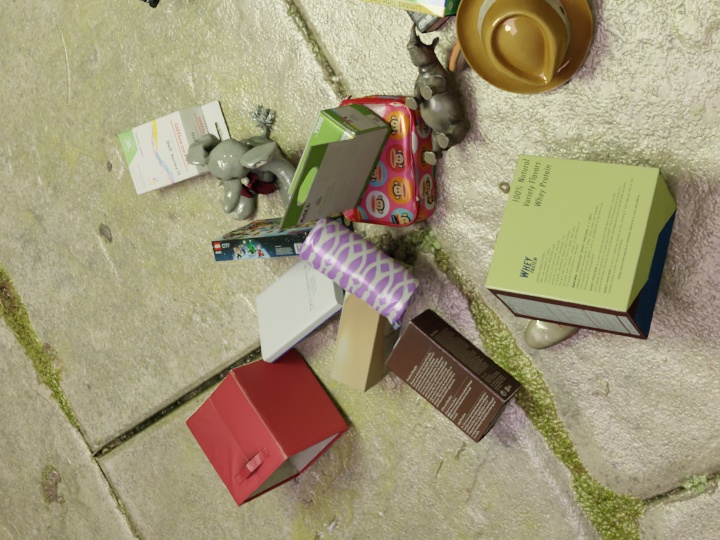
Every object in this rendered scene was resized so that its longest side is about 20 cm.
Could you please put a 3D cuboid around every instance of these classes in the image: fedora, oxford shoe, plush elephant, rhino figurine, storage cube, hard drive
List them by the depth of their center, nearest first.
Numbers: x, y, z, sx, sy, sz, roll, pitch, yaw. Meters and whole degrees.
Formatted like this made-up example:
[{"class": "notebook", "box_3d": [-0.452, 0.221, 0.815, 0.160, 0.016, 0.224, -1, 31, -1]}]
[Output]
[{"class": "fedora", "box_3d": [0.223, -0.315, 1.470, 0.197, 0.082, 0.203, 4, 129, 5]}, {"class": "oxford shoe", "box_3d": [0.193, -0.350, 1.535, 0.072, 0.072, 0.201, 33, 133, -3]}, {"class": "oxford shoe", "box_3d": [0.306, 0.057, 1.588, 0.071, 0.074, 0.200, 50, 124, 9]}, {"class": "rhino figurine", "box_3d": [0.105, -0.266, 1.591, 0.059, 0.087, 0.202, -6, 112, 35]}, {"class": "plush elephant", "box_3d": [-0.194, -0.163, 1.785, 0.163, 0.154, 0.203, 7, 109, 30]}, {"class": "hard drive", "box_3d": [-0.104, 0.052, 1.836, 0.199, 0.025, 0.133, -38, 47, 35]}, {"class": "storage cube", "box_3d": [-0.163, 0.270, 1.886, 0.181, 0.199, 0.171, 53, 126, 14]}]

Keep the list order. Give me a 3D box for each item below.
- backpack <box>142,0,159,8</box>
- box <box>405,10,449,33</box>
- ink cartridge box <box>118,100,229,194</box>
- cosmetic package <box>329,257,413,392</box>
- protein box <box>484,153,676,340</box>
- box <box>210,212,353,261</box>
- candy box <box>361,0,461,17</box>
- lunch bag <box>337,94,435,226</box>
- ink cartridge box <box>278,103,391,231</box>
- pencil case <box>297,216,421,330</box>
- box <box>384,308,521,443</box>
[{"class": "backpack", "box_3d": [-0.382, -0.548, 1.786, 0.198, 0.147, 0.186, 16, 115, 23]}, {"class": "box", "box_3d": [0.121, -0.466, 1.553, 0.199, 0.050, 0.159, -38, 84, 35]}, {"class": "ink cartridge box", "box_3d": [-0.324, -0.217, 1.905, 0.198, 0.067, 0.119, -14, 97, 35]}, {"class": "cosmetic package", "box_3d": [0.018, 0.085, 1.764, 0.070, 0.105, 0.203, 21, 117, 23]}, {"class": "protein box", "box_3d": [0.303, -0.033, 1.474, 0.198, 0.135, 0.201, 9, 75, 29]}, {"class": "box", "box_3d": [-0.130, -0.057, 1.791, 0.198, 0.136, 0.038, -3, 106, 33]}, {"class": "candy box", "box_3d": [0.072, -0.469, 1.505, 0.167, 0.077, 0.203, 17, 114, 27]}, {"class": "lunch bag", "box_3d": [0.029, -0.175, 1.691, 0.174, 0.082, 0.203, 8, 108, 34]}, {"class": "ink cartridge box", "box_3d": [-0.059, -0.155, 1.583, 0.075, 0.199, 0.149, 38, 122, 22]}, {"class": "pencil case", "box_3d": [0.000, 0.000, 1.638, 0.199, 0.084, 0.086, 37, 157, 3]}, {"class": "box", "box_3d": [0.146, 0.168, 1.728, 0.199, 0.075, 0.101, 39, 122, 14]}]
